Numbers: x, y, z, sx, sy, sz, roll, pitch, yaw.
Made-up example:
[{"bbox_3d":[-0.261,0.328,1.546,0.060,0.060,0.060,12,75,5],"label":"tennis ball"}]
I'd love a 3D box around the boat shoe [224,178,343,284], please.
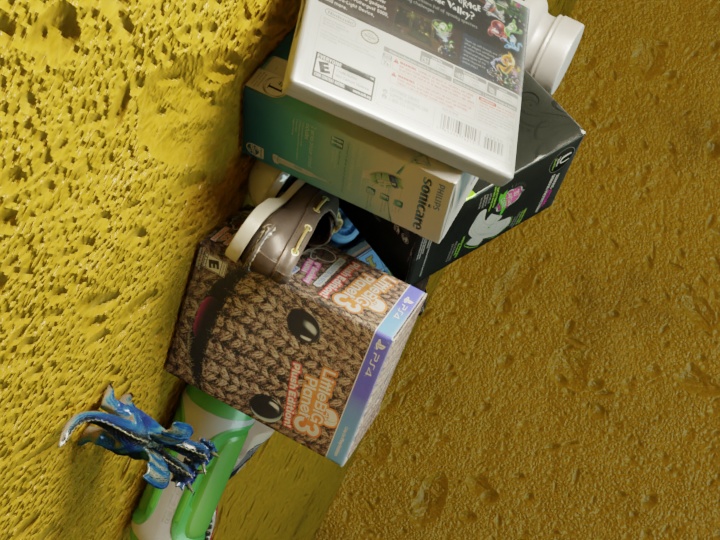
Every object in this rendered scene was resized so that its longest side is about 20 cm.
[{"bbox_3d":[-0.052,-0.043,0.950,0.072,0.059,0.200,-56,176,27],"label":"boat shoe"}]

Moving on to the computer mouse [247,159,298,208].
[{"bbox_3d":[-0.067,-0.104,1.026,0.110,0.044,0.200,-55,176,17],"label":"computer mouse"}]

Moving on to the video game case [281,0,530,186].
[{"bbox_3d":[0.044,-0.181,0.849,0.023,0.199,0.182,-37,-142,56],"label":"video game case"}]

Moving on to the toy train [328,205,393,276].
[{"bbox_3d":[-0.020,-0.024,1.117,0.200,0.115,0.087,-34,-159,-24],"label":"toy train"}]

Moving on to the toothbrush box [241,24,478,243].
[{"bbox_3d":[0.017,-0.136,0.922,0.147,0.199,0.085,-56,167,-33],"label":"toothbrush box"}]

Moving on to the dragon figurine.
[{"bbox_3d":[-0.182,0.147,0.903,0.059,0.099,0.200,-62,170,-10],"label":"dragon figurine"}]

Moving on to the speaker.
[{"bbox_3d":[-0.180,0.212,1.133,0.201,0.088,0.088,-66,170,14],"label":"speaker"}]

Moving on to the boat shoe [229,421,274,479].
[{"bbox_3d":[-0.170,0.214,1.278,0.093,0.075,0.200,-47,176,13],"label":"boat shoe"}]

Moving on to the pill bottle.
[{"bbox_3d":[0.156,-0.290,1.256,0.120,0.199,0.120,-60,169,-19],"label":"pill bottle"}]

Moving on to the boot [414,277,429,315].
[{"bbox_3d":[0.000,0.000,1.219,0.069,0.174,0.200,-58,180,32],"label":"boot"}]

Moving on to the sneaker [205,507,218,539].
[{"bbox_3d":[-0.215,0.341,1.325,0.085,0.077,0.201,-67,-178,-65],"label":"sneaker"}]

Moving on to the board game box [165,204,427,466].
[{"bbox_3d":[-0.063,0.060,1.007,0.097,0.199,0.160,-49,162,-57],"label":"board game box"}]

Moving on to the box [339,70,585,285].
[{"bbox_3d":[0.089,-0.108,1.039,0.200,0.149,0.124,-28,157,-23],"label":"box"}]
